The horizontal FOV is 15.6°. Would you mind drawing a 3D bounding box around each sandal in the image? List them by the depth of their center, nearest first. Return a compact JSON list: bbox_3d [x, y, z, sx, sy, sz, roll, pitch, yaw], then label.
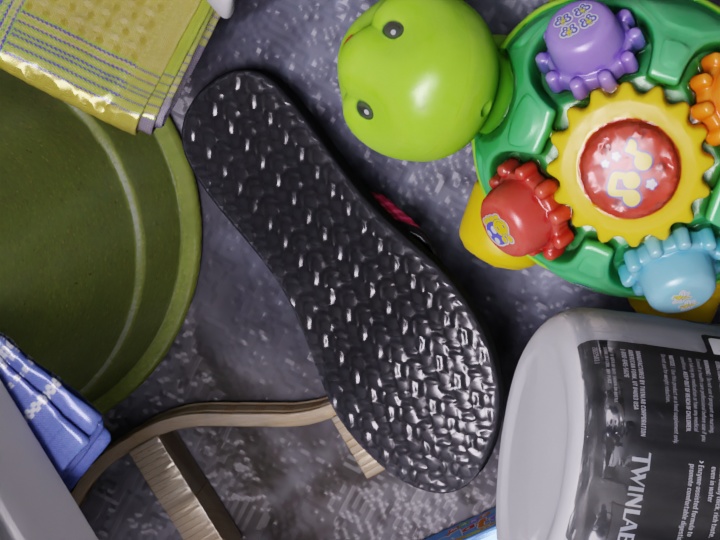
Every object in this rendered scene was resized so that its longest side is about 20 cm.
[{"bbox_3d":[0.000,0.000,1.090,0.075,0.045,0.200,-39,76,20],"label":"sandal"}]

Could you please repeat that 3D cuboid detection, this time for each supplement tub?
[{"bbox_3d":[0.162,0.085,1.031,0.200,0.123,0.123,8,105,-12],"label":"supplement tub"}]

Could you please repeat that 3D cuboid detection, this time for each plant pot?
[{"bbox_3d":[-0.179,0.001,1.046,0.200,0.190,0.200,2,103,8],"label":"plant pot"}]

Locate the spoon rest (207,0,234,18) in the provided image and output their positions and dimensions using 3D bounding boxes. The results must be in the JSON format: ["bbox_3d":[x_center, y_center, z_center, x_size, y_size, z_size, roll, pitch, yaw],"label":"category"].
[{"bbox_3d":[0.013,-0.176,1.021,0.200,0.061,0.099,-39,91,-1],"label":"spoon rest"}]

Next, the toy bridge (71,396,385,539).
[{"bbox_3d":[-0.076,0.095,1.136,0.200,0.027,0.067,-30,96,14],"label":"toy bridge"}]

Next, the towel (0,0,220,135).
[{"bbox_3d":[-0.137,-0.152,1.060,0.200,0.023,0.144,26,76,1],"label":"towel"}]

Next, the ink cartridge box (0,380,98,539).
[{"bbox_3d":[-0.191,0.132,0.918,0.200,0.084,0.146,-28,98,19],"label":"ink cartridge box"}]

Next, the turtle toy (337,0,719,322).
[{"bbox_3d":[0.087,-0.056,1.036,0.200,0.101,0.146,20,105,4],"label":"turtle toy"}]

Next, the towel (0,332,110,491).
[{"bbox_3d":[-0.205,0.042,0.954,0.200,0.024,0.145,41,109,-1],"label":"towel"}]

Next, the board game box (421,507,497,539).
[{"bbox_3d":[0.093,0.196,1.128,0.151,0.037,0.200,-25,97,13],"label":"board game box"}]
